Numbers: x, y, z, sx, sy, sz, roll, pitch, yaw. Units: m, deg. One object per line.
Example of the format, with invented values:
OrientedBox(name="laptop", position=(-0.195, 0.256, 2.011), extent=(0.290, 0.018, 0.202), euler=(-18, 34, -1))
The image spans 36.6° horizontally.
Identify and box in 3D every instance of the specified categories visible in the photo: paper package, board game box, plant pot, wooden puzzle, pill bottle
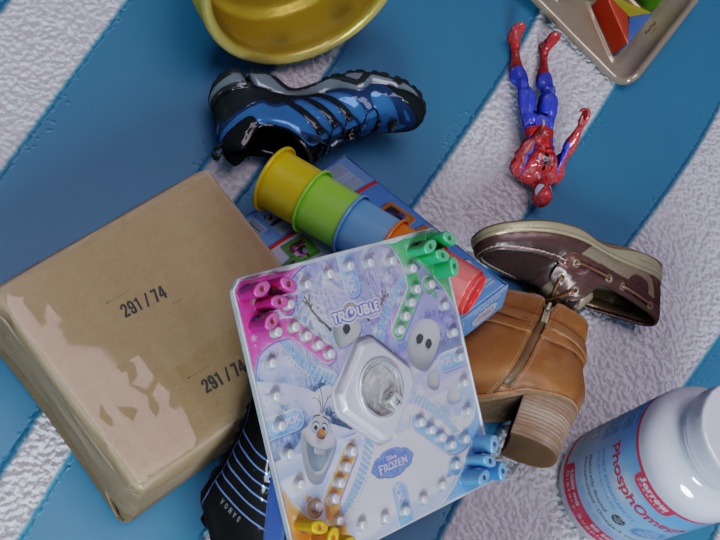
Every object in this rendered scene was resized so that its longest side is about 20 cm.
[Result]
OrientedBox(name="paper package", position=(-0.152, 0.055, 0.835), extent=(0.200, 0.103, 0.191), euler=(-35, 85, -30))
OrientedBox(name="board game box", position=(0.000, 0.000, 0.916), extent=(0.151, 0.037, 0.200), euler=(-34, 60, -29))
OrientedBox(name="plant pot", position=(-0.084, -0.324, 0.986), extent=(0.200, 0.201, 0.189), euler=(-15, 58, -26))
OrientedBox(name="wooden puzzle", position=(0.268, -0.324, 1.196), extent=(0.200, 0.046, 0.185), euler=(41, 60, 0))
OrientedBox(name="pill bottle", position=(0.254, 0.159, 0.890), extent=(0.108, 0.200, 0.109), euler=(8, 64, -17))
OrientedBox(name="board game box", position=(0.015, 0.083, 0.766), extent=(0.199, 0.026, 0.201), euler=(-15, 94, -41))

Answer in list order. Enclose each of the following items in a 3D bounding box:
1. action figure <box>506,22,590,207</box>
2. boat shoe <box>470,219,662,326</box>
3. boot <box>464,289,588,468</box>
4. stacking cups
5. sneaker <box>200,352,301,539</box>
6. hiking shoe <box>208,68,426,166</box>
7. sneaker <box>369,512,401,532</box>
OrientedBox(name="action figure", position=(0.185, -0.163, 1.067), extent=(0.065, 0.099, 0.201), euler=(9, 67, -16))
OrientedBox(name="boat shoe", position=(0.195, 0.009, 1.010), extent=(0.199, 0.072, 0.072), euler=(16, 61, -21))
OrientedBox(name="boot", position=(0.103, 0.070, 0.954), extent=(0.199, 0.074, 0.155), euler=(27, 51, -3))
OrientedBox(name="stacking cups", position=(0.010, -0.031, 0.885), extent=(0.199, 0.061, 0.061), euler=(29, 59, 14))
OrientedBox(name="sneaker", position=(-0.072, 0.138, 0.765), extent=(0.077, 0.070, 0.202), euler=(0, 79, 24))
OrientedBox(name="hiking shoe", position=(-0.036, -0.127, 0.976), extent=(0.198, 0.075, 0.087), euler=(-2, 61, -10))
OrientedBox(name="sneaker", position=(-0.042, 0.206, 0.803), extent=(0.078, 0.116, 0.200), euler=(39, 60, -1))
